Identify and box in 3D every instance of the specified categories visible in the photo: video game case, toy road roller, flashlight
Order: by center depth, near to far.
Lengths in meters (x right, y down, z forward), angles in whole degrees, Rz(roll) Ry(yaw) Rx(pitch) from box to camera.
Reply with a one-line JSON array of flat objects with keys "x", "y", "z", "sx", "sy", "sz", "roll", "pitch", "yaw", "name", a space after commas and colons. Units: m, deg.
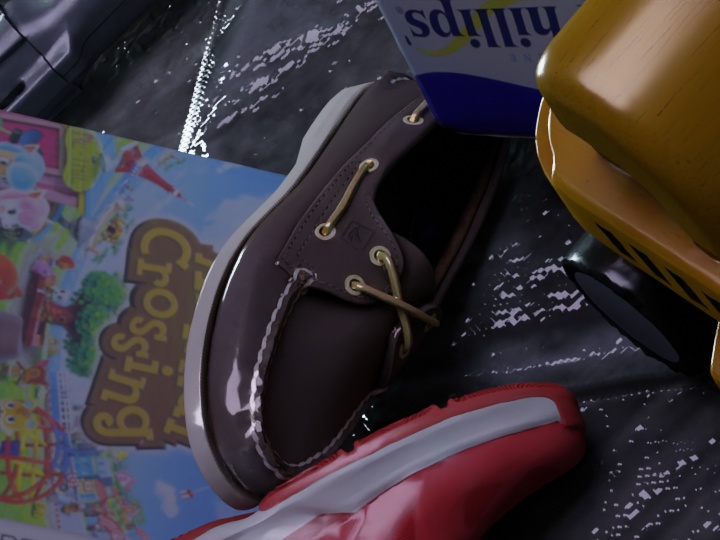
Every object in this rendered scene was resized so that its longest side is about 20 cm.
[{"x": 0.134, "y": -0.023, "z": 0.679, "sx": 0.123, "sy": 0.146, "sz": 0.200, "roll": -49, "pitch": 50, "yaw": -6, "name": "toy road roller"}, {"x": -0.103, "y": 0.033, "z": 0.846, "sx": 0.022, "sy": 0.181, "sz": 0.201, "roll": 112, "pitch": 168, "yaw": -52, "name": "video game case"}, {"x": -0.100, "y": -0.146, "z": 1.060, "sx": 0.200, "sy": 0.068, "sz": 0.068, "roll": -44, "pitch": 81, "yaw": 5, "name": "flashlight"}]

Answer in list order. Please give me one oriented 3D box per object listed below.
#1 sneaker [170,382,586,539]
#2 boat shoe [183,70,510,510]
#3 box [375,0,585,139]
[{"x": 0.000, "y": 0.123, "z": 0.759, "sx": 0.199, "sy": 0.078, "sz": 0.116, "roll": -26, "pitch": 78, "yaw": -6, "name": "sneaker"}, {"x": 0.000, "y": 0.000, "z": 0.827, "sx": 0.059, "sy": 0.072, "sz": 0.200, "roll": -11, "pitch": 33, "yaw": 32, "name": "boat shoe"}, {"x": 0.069, "y": -0.176, "z": 0.808, "sx": 0.105, "sy": 0.201, "sz": 0.184, "roll": 2, "pitch": 41, "yaw": 42, "name": "box"}]
